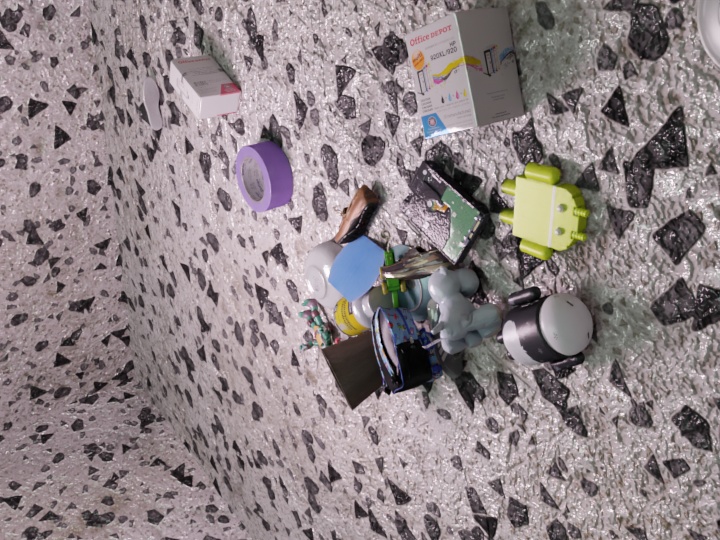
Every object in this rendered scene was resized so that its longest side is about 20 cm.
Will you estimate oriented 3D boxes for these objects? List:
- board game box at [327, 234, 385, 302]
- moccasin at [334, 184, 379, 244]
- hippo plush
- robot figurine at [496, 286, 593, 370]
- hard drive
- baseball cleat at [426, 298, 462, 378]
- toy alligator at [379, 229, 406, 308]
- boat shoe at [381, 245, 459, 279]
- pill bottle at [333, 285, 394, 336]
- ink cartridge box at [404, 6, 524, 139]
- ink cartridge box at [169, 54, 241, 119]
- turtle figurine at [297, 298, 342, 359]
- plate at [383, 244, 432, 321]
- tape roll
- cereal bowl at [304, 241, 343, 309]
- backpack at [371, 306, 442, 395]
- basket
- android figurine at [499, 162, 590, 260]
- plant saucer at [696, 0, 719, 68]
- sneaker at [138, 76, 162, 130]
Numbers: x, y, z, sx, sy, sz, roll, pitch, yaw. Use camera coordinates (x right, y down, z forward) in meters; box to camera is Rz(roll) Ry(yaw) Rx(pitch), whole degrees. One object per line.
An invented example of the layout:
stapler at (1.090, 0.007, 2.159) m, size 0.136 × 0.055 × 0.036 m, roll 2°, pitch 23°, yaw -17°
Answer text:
board game box at (0.000, 0.000, 1.724) m, size 0.159 × 0.039 × 0.200 m, roll -53°, pitch 38°, yaw 2°
moccasin at (-0.020, -0.142, 1.712) m, size 0.079 × 0.073 × 0.202 m, roll 62°, pitch 148°, yaw 25°
hippo plush at (0.203, 0.082, 1.454) m, size 0.160 × 0.196 × 0.163 m, roll 107°, pitch 148°, yaw -57°
robot figurine at (0.362, 0.116, 1.293) m, size 0.199 × 0.148 × 0.127 m, roll -30°, pitch 46°, yaw 55°
hard drive at (0.183, -0.131, 1.457) m, size 0.200 × 0.037 × 0.141 m, roll 47°, pitch 129°, yaw 29°
baseball cleat at (0.217, 0.160, 1.552) m, size 0.106 × 0.069 × 0.203 m, roll -13°, pitch 99°, yaw 51°
toy alligator at (0.076, -0.009, 1.629) m, size 0.054 × 0.058 × 0.204 m, roll -87°, pitch -12°, yaw -74°
boat shoe at (0.139, -0.021, 1.545) m, size 0.197 × 0.074 × 0.075 m, roll -8°, pitch 81°, yaw 29°
pill bottle at (0.011, 0.104, 1.746) m, size 0.199 × 0.111 × 0.114 m, roll -31°, pitch 82°, yaw 60°
ink cartridge box at (0.196, -0.372, 1.242) m, size 0.146 × 0.143 × 0.204 m, roll 1°, pitch 107°, yaw 53°
ink cartridge box at (-0.486, -0.575, 2.049) m, size 0.201 × 0.145 × 0.083 m, roll 50°, pitch 141°, yaw 25°
turtle figurine at (-0.133, 0.194, 2.010) m, size 0.150 × 0.099 × 0.202 m, roll -50°, pitch 51°, yaw 36°
plate at (0.116, 0.035, 1.661) m, size 0.199 × 0.025 × 0.204 m, roll 29°, pitch 128°, yaw 44°
tape roll at (-0.294, -0.285, 1.994) m, size 0.199 × 0.084 × 0.204 m, roll 30°, pitch 130°, yaw 42°
cereal bowl at (-0.098, 0.022, 1.891) m, size 0.199 × 0.082 × 0.204 m, roll 27°, pitch 127°, yaw 43°
backpack at (0.101, 0.181, 1.584) m, size 0.183 × 0.132 × 0.204 m, roll 111°, pitch 144°, yaw -71°
basket at (0.022, 0.237, 1.714) m, size 0.183 × 0.197 × 0.136 m, roll 64°, pitch 171°, yaw -7°
android figurine at (0.352, -0.112, 1.260) m, size 0.199 × 0.041 × 0.185 m, roll 29°, pitch 128°, yaw 45°
plant saucer at (0.542, -0.353, 0.875) m, size 0.199 × 0.050 × 0.204 m, roll 28°, pitch 128°, yaw 43°
sneaker at (-0.820, -0.649, 2.521) m, size 0.098 × 0.070 × 0.203 m, roll 29°, pitch 133°, yaw 36°
